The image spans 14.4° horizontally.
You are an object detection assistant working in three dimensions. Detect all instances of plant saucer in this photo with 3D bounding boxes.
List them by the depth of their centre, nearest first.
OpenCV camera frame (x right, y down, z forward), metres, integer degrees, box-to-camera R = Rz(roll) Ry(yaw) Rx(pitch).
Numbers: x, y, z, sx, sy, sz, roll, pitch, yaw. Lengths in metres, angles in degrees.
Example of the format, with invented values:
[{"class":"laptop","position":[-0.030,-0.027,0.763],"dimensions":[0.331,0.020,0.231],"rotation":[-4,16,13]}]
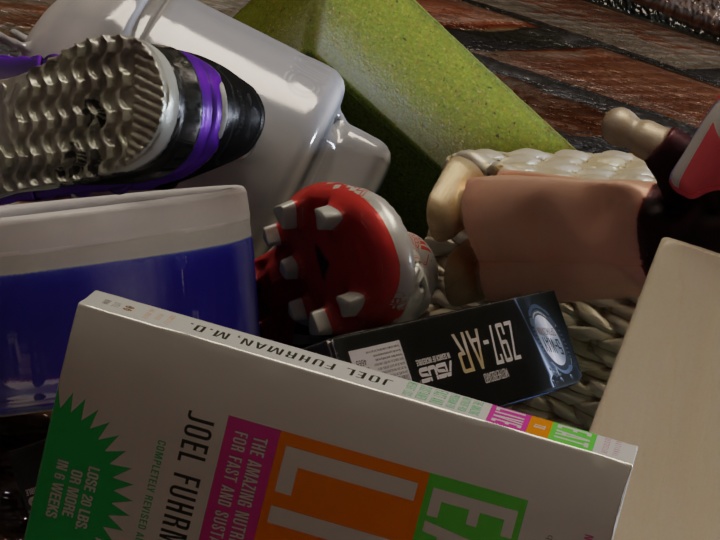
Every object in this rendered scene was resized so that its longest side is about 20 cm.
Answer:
[{"class":"plant saucer","position":[-0.004,-0.052,1.494],"dimensions":[0.200,0.200,0.048],"rotation":[42,47,-10]}]

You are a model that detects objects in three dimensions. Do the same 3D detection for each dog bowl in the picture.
[{"class":"dog bowl","position":[-0.143,0.013,1.203],"dimensions":[0.200,0.079,0.200],"rotation":[-6,4,0]}]

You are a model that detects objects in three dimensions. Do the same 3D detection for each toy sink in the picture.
[{"class":"toy sink","position":[0.147,0.110,1.118],"dimensions":[0.130,0.200,0.112],"rotation":[17,-16,12]}]

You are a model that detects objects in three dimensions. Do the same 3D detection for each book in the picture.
[{"class":"book","position":[-0.016,0.097,1.003],"dimensions":[0.200,0.134,0.048],"rotation":[15,14,6]}]

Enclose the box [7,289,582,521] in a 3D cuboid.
[{"class":"box","position":[-0.022,0.059,1.172],"dimensions":[0.160,0.044,0.200],"rotation":[-20,-5,28]}]

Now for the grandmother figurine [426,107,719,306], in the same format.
[{"class":"grandmother figurine","position":[0.128,-0.016,1.212],"dimensions":[0.200,0.121,0.061],"rotation":[4,44,30]}]

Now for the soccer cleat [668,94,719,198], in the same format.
[{"class":"soccer cleat","position":[0.211,-0.003,1.130],"dimensions":[0.200,0.076,0.067],"rotation":[42,10,-17]}]

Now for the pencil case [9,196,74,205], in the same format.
[{"class":"pencil case","position":[-0.231,-0.009,1.349],"dimensions":[0.200,0.083,0.087],"rotation":[8,-20,-21]}]

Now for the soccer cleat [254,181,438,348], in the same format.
[{"class":"soccer cleat","position":[0.000,0.000,1.229],"dimensions":[0.085,0.069,0.200],"rotation":[-14,-9,-19]}]

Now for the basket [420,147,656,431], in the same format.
[{"class":"basket","position":[0.145,0.042,1.357],"dimensions":[0.198,0.161,0.200],"rotation":[22,13,35]}]

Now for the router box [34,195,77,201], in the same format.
[{"class":"router box","position":[-0.234,-0.066,1.471],"dimensions":[0.157,0.052,0.200],"rotation":[2,-5,23]}]

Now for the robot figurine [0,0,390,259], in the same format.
[{"class":"robot figurine","position":[-0.086,-0.072,1.395],"dimensions":[0.200,0.113,0.170],"rotation":[26,-8,-3]}]

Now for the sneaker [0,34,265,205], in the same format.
[{"class":"sneaker","position":[-0.122,-0.058,1.210],"dimensions":[0.200,0.070,0.099],"rotation":[0,-1,42]}]
